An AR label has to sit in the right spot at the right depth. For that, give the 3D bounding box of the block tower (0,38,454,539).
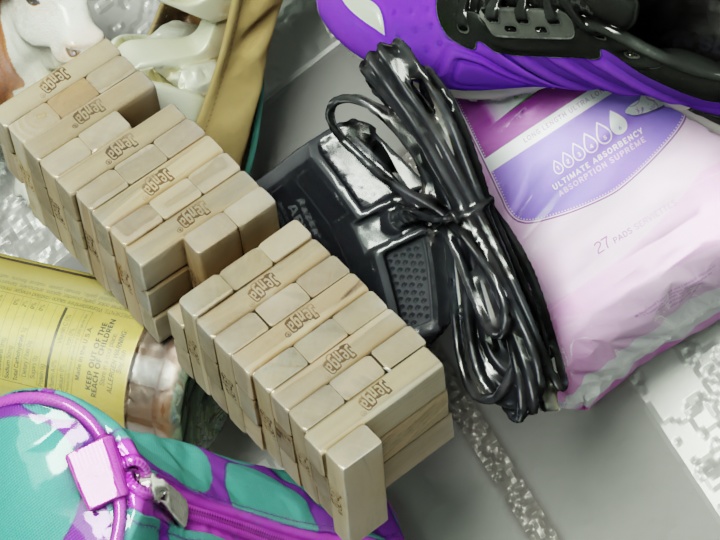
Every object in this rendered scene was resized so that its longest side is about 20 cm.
[{"bbox_3d":[-0.047,0.004,0.945,0.058,0.054,0.200,-35,60,-17],"label":"block tower"}]

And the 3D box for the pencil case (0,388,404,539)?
[{"bbox_3d":[-0.060,0.099,0.943,0.092,0.200,0.085,-17,70,28],"label":"pencil case"}]

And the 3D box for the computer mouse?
[{"bbox_3d":[0.000,0.000,0.986,0.200,0.053,0.139,-22,91,53],"label":"computer mouse"}]

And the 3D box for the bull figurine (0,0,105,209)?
[{"bbox_3d":[-0.177,-0.081,1.074,0.199,0.065,0.122,9,114,27],"label":"bull figurine"}]

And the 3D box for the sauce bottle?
[{"bbox_3d":[-0.145,0.023,1.022,0.199,0.065,0.065,13,85,21],"label":"sauce bottle"}]

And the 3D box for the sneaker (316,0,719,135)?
[{"bbox_3d":[0.073,-0.096,0.901,0.199,0.100,0.070,11,78,19],"label":"sneaker"}]

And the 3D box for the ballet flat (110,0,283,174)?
[{"bbox_3d":[-0.063,-0.096,1.013,0.069,0.063,0.201,51,132,42],"label":"ballet flat"}]

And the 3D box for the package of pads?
[{"bbox_3d":[0.079,-0.062,0.987,0.120,0.076,0.201,-31,70,10],"label":"package of pads"}]
